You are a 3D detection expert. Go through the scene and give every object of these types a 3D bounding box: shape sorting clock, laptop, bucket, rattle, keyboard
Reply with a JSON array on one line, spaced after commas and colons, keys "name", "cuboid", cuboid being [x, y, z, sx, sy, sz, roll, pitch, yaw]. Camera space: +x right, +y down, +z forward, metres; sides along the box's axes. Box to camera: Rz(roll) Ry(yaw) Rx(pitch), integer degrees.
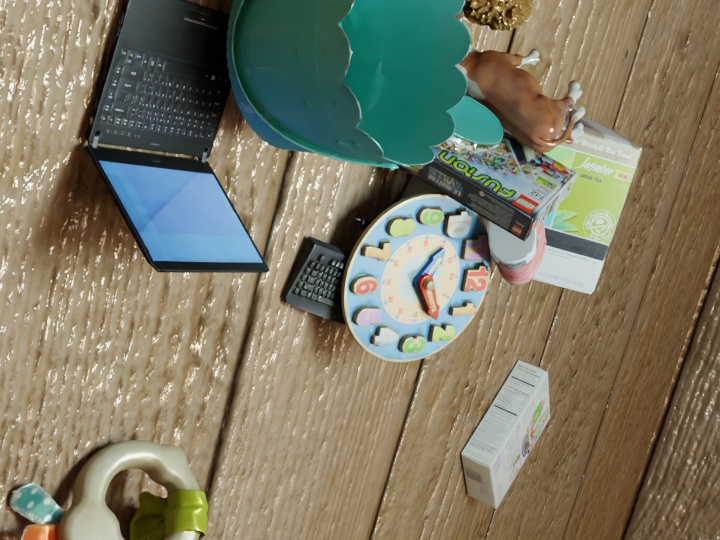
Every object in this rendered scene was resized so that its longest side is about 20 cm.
[{"name": "shape sorting clock", "cuboid": [0.067, 0.010, 1.538, 0.200, 0.039, 0.200, -16, 118, -32]}, {"name": "laptop", "cuboid": [-0.128, -0.109, 1.120, 0.177, 0.103, 0.200, 0, 110, -65]}, {"name": "bucket", "cuboid": [-0.010, -0.190, 1.180, 0.207, 0.135, 0.208, -7, 98, -56]}, {"name": "rattle", "cuboid": [-0.250, 0.231, 1.248, 0.200, 0.143, 0.130, -18, 95, -41]}, {"name": "keyboard", "cuboid": [0.000, 0.000, 1.524, 0.200, 0.021, 0.127, 21, 94, -54]}]

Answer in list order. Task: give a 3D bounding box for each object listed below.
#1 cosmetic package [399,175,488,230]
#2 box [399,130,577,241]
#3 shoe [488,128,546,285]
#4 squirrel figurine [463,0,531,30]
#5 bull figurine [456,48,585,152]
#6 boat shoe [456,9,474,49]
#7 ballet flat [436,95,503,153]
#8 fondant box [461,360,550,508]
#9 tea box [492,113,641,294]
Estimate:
[{"name": "cosmetic package", "cuboid": [0.112, -0.087, 1.651, 0.200, 0.087, 0.103, -63, 155, -9]}, {"name": "box", "cuboid": [0.126, -0.119, 1.514, 0.110, 0.200, 0.035, -44, 159, -42]}, {"name": "shoe", "cuboid": [0.179, -0.086, 1.591, 0.091, 0.071, 0.200, 63, 29, -68]}, {"name": "squirrel figurine", "cuboid": [0.138, -0.357, 1.425, 0.200, 0.141, 0.187, -65, 149, -12]}, {"name": "bull figurine", "cuboid": [0.167, -0.207, 1.544, 0.121, 0.200, 0.065, -21, 151, -39]}, {"name": "boat shoe", "cuboid": [0.082, -0.236, 1.430, 0.200, 0.072, 0.072, 77, 23, -78]}, {"name": "ballet flat", "cuboid": [0.064, -0.163, 1.456, 0.200, 0.064, 0.076, 14, 63, -40]}, {"name": "fondant box", "cuboid": [0.241, 0.269, 2.256, 0.200, 0.058, 0.144, -53, 152, -27]}, {"name": "tea box", "cuboid": [0.250, -0.100, 1.775, 0.200, 0.133, 0.197, -102, -153, -75]}]
